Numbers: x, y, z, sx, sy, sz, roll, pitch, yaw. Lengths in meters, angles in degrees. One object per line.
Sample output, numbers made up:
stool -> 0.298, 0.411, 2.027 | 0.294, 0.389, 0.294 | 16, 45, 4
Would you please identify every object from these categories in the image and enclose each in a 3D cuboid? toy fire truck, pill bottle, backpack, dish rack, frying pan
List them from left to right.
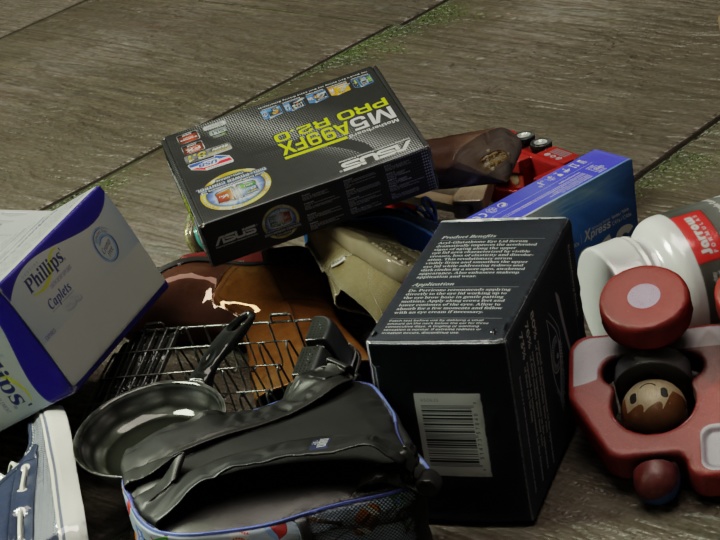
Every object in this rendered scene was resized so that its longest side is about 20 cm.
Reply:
frying pan -> -0.145, 0.098, 1.619 | 0.115, 0.031, 0.190 | -7, 31, 14
dish rack -> -0.112, 0.099, 1.671 | 0.200, 0.055, 0.154 | -4, 40, 23
backpack -> -0.058, 0.161, 1.438 | 0.190, 0.154, 0.200 | -7, 17, -13
toy fire truck -> 0.116, -0.078, 2.001 | 0.141, 0.049, 0.200 | -24, 29, -27
toy fire truck -> 0.246, 0.089, 1.548 | 0.199, 0.112, 0.168 | -6, 44, 11
pill bottle -> 0.278, 0.001, 1.697 | 0.200, 0.114, 0.114 | -17, 26, -14

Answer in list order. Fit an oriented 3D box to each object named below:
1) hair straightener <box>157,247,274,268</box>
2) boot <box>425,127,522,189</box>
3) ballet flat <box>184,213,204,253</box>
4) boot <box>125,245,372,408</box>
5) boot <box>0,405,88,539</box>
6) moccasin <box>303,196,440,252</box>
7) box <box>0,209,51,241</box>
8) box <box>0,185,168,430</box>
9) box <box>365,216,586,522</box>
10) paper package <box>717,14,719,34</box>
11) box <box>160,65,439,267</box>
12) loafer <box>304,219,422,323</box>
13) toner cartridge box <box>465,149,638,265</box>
hair straightener -> -0.171, 0.021, 1.903 | 0.200, 0.041, 0.077 | -14, -19, -16
boot -> 0.020, -0.084, 1.883 | 0.200, 0.064, 0.186 | 3, 19, 42
ballet flat -> -0.115, -0.053, 2.030 | 0.071, 0.071, 0.200 | 6, 30, 30
boot -> -0.097, 0.063, 1.795 | 0.188, 0.069, 0.200 | -7, 31, -12
boot -> -0.249, 0.163, 1.593 | 0.090, 0.073, 0.200 | -8, 25, -9
moccasin -> 0.033, -0.032, 1.901 | 0.068, 0.081, 0.200 | -24, 29, -37
box -> -0.358, 0.002, 2.018 | 0.156, 0.041, 0.200 | 2, 28, 23
box -> -0.283, 0.049, 1.730 | 0.200, 0.105, 0.184 | -27, 15, 31
box -> 0.091, 0.068, 1.586 | 0.104, 0.148, 0.200 | -1, 25, 20
paper package -> 0.406, -0.130, 1.825 | 0.190, 0.200, 0.104 | -11, 24, -1
box -> -0.053, -0.090, 1.830 | 0.200, 0.044, 0.160 | -19, 33, -6
loafer -> 0.000, 0.000, 1.795 | 0.076, 0.068, 0.200 | 16, 7, -23
toner cartridge box -> 0.148, -0.019, 1.810 | 0.200, 0.095, 0.043 | -29, 31, -34
